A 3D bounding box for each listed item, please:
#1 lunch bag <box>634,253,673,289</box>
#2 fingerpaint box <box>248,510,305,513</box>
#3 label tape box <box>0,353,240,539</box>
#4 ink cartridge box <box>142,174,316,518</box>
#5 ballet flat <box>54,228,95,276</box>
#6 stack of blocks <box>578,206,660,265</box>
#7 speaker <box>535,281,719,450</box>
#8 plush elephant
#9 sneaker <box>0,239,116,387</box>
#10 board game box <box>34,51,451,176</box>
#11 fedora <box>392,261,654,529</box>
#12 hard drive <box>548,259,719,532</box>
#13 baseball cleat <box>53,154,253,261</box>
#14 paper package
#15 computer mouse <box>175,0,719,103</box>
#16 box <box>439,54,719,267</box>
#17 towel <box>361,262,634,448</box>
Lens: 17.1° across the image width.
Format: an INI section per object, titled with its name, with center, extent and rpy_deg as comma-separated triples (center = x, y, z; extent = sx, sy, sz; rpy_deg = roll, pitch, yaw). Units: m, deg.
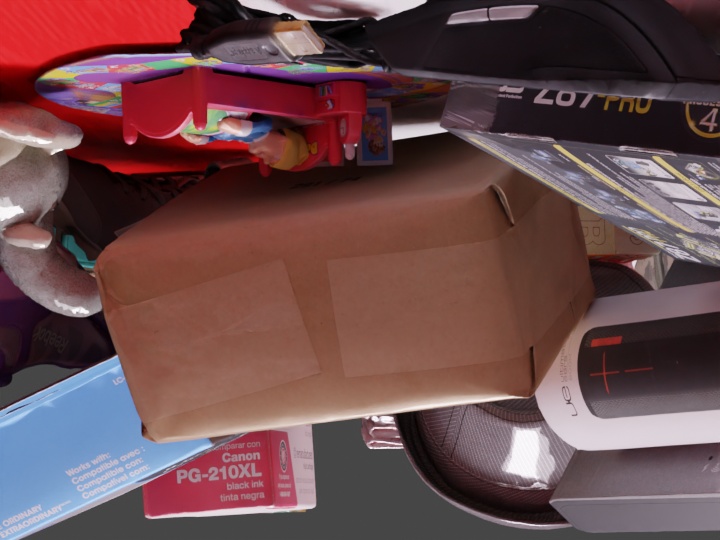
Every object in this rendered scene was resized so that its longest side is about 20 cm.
[lunch bag]
center = 0.296, 0.015, 1.624
extent = 0.198, 0.140, 0.168
rpy_deg = -1, 158, -13
[fingerpaint box]
center = -0.082, 0.085, 1.839
extent = 0.073, 0.202, 0.167
rpy_deg = -1, 175, 3
[label tape box]
center = -0.141, 0.090, 1.267
extent = 0.143, 0.064, 0.200
rpy_deg = -26, 177, 14
[ink cartridge box]
center = -0.084, 0.048, 1.468
extent = 0.084, 0.202, 0.145
rpy_deg = -5, 174, 8
[ballet flat]
center = -0.204, -0.022, 1.421
extent = 0.067, 0.069, 0.200
rpy_deg = 4, 174, 15
[stack of blocks]
center = 0.063, -0.032, 1.409
extent = 0.198, 0.059, 0.115
rpy_deg = 0, 174, -16
[speaker]
center = 0.177, 0.045, 1.188
extent = 0.081, 0.082, 0.199
rpy_deg = 3, 173, -37
[plush elephant]
center = -0.194, -0.013, 1.135
extent = 0.154, 0.201, 0.165
rpy_deg = -23, -170, -6
[sneaker]
center = -0.185, 0.026, 1.303
extent = 0.080, 0.089, 0.200
rpy_deg = 35, 173, 21
[board game box]
center = -0.049, -0.068, 1.099
extent = 0.198, 0.039, 0.158
rpy_deg = -2, 175, -1
[fedora]
center = 0.114, 0.055, 1.389
extent = 0.199, 0.177, 0.091
rpy_deg = -23, 148, -23
[hard drive]
center = 0.196, 0.049, 1.286
extent = 0.033, 0.201, 0.139
rpy_deg = 44, 150, -24
[baseball cleat]
center = -0.112, -0.037, 1.322
extent = 0.070, 0.107, 0.200
rpy_deg = 40, 177, 40
[paper package]
center = 0.000, 0.000, 1.183
extent = 0.198, 0.104, 0.191
rpy_deg = -9, -167, 18
[computer mouse]
center = 0.030, -0.092, 0.880
extent = 0.199, 0.046, 0.140
rpy_deg = 9, -174, 38
[box]
center = 0.155, -0.041, 1.030
extent = 0.160, 0.049, 0.199
rpy_deg = 8, 168, 41
[towel]
center = 0.087, 0.028, 1.496
extent = 0.189, 0.201, 0.032
rpy_deg = 0, 136, -8
